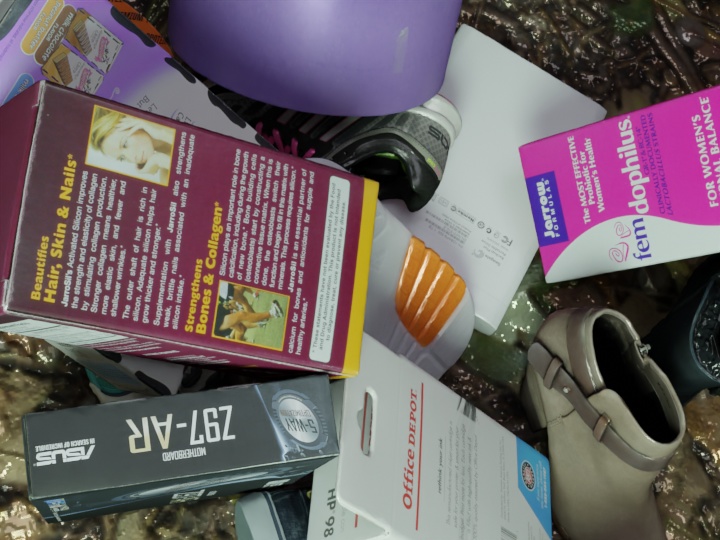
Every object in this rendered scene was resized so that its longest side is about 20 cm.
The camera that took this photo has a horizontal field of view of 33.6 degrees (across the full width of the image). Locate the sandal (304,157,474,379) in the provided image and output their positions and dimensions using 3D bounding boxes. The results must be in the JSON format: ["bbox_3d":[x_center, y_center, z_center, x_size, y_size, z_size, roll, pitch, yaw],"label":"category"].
[{"bbox_3d":[0.006,-0.006,0.794,0.079,0.059,0.207,-43,125,-5],"label":"sandal"}]

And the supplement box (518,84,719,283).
[{"bbox_3d":[0.218,-0.061,0.796,0.103,0.199,0.103,-13,89,-43],"label":"supplement box"}]

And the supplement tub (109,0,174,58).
[{"bbox_3d":[-0.210,-0.079,0.772,0.121,0.123,0.202,29,68,-1],"label":"supplement tub"}]

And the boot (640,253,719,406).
[{"bbox_3d":[0.266,0.024,0.813,0.199,0.168,0.077,-37,83,-21],"label":"boot"}]

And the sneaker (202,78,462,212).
[{"bbox_3d":[-0.030,-0.084,0.822,0.197,0.074,0.089,7,58,0],"label":"sneaker"}]

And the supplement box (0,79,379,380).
[{"bbox_3d":[-0.097,-0.011,0.625,0.198,0.085,0.112,14,76,-33],"label":"supplement box"}]

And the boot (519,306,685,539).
[{"bbox_3d":[0.168,0.120,0.772,0.070,0.146,0.201,-28,80,-21],"label":"boot"}]

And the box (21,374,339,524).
[{"bbox_3d":[-0.108,0.107,0.689,0.158,0.200,0.044,-6,76,-14],"label":"box"}]

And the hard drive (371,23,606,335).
[{"bbox_3d":[0.085,-0.071,0.883,0.131,0.027,0.201,30,69,0],"label":"hard drive"}]

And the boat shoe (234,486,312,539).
[{"bbox_3d":[-0.009,0.212,0.718,0.090,0.071,0.202,-10,50,-17],"label":"boat shoe"}]

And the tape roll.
[{"bbox_3d":[-0.030,-0.189,0.812,0.197,0.086,0.201,9,32,-5],"label":"tape roll"}]

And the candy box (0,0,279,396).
[{"bbox_3d":[-0.157,-0.049,0.691,0.200,0.071,0.169,40,66,-32],"label":"candy box"}]

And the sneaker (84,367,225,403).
[{"bbox_3d":[-0.098,0.017,0.792,0.080,0.078,0.200,42,67,16],"label":"sneaker"}]

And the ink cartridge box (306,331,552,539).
[{"bbox_3d":[0.033,0.133,0.716,0.199,0.066,0.117,37,43,-35],"label":"ink cartridge box"}]
